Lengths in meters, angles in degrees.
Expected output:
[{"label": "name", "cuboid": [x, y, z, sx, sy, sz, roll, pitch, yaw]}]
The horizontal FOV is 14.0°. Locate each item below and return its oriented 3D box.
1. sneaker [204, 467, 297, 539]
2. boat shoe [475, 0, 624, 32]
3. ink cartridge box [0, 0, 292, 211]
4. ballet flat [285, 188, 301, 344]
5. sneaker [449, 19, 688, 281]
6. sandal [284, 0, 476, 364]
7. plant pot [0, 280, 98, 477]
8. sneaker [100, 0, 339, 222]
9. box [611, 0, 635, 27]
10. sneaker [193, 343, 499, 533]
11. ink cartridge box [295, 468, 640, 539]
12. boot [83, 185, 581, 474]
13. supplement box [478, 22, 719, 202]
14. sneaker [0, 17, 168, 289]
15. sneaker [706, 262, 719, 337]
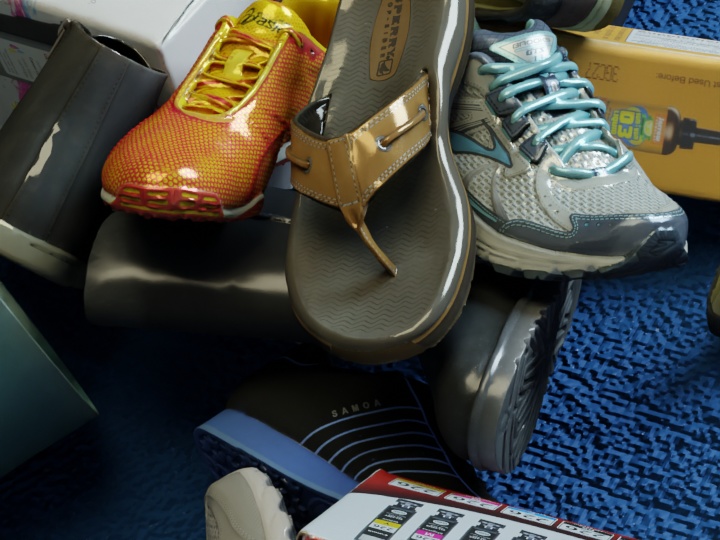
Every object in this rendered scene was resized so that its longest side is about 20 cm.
[{"label": "sneaker", "cuboid": [-0.056, 0.162, 1.162, 0.082, 0.075, 0.200, -10, 46, 4]}, {"label": "boat shoe", "cuboid": [0.030, -0.156, 1.312, 0.066, 0.072, 0.201, -6, 25, -45]}, {"label": "ink cartridge box", "cuboid": [-0.132, -0.108, 1.390, 0.200, 0.148, 0.086, 21, 57, 31]}, {"label": "ballet flat", "cuboid": [0.000, 0.000, 1.307, 0.199, 0.067, 0.071, -6, 44, 9]}, {"label": "sneaker", "cuboid": [0.064, -0.055, 1.203, 0.077, 0.087, 0.200, -6, 22, -31]}, {"label": "sandal", "cuboid": [0.006, -0.055, 1.167, 0.082, 0.055, 0.201, -6, 59, 26]}, {"label": "plant pot", "cuboid": [-0.237, 0.032, 1.258, 0.161, 0.201, 0.201, -38, 48, -4]}, {"label": "sneaker", "cuboid": [-0.057, -0.072, 1.243, 0.073, 0.077, 0.200, 11, 25, 15]}, {"label": "box", "cuboid": [0.070, -0.246, 1.415, 0.123, 0.200, 0.198, 4, 32, -38]}, {"label": "sneaker", "cuboid": [0.022, 0.088, 1.216, 0.200, 0.070, 0.078, 29, 61, 34]}, {"label": "ink cartridge box", "cuboid": [0.073, 0.148, 1.047, 0.199, 0.084, 0.176, 14, 9, 11]}, {"label": "boot", "cuboid": [-0.020, 0.016, 1.207, 0.199, 0.066, 0.165, 12, 23, 10]}, {"label": "supplement box", "cuboid": [0.101, -0.077, 1.320, 0.199, 0.067, 0.069, 10, 12, 10]}, {"label": "sneaker", "cuboid": [-0.129, -0.053, 1.317, 0.075, 0.200, 0.106, 29, 90, -10]}, {"label": "sneaker", "cuboid": [0.244, -0.012, 1.257, 0.200, 0.077, 0.089, -26, 54, -7]}]
